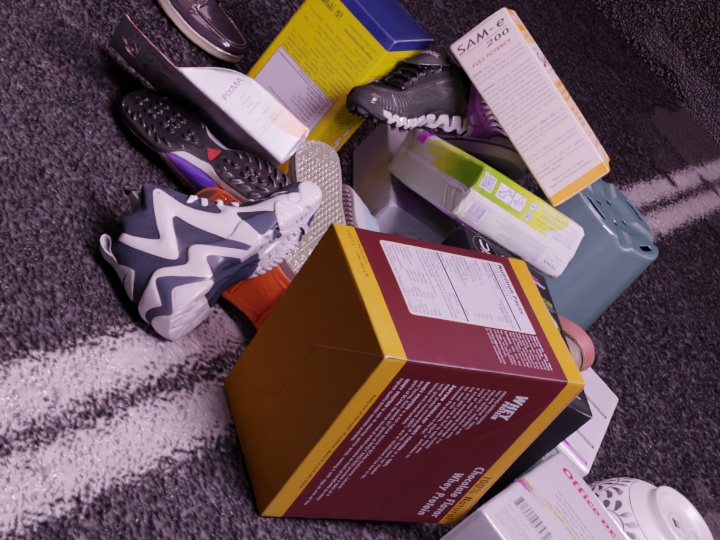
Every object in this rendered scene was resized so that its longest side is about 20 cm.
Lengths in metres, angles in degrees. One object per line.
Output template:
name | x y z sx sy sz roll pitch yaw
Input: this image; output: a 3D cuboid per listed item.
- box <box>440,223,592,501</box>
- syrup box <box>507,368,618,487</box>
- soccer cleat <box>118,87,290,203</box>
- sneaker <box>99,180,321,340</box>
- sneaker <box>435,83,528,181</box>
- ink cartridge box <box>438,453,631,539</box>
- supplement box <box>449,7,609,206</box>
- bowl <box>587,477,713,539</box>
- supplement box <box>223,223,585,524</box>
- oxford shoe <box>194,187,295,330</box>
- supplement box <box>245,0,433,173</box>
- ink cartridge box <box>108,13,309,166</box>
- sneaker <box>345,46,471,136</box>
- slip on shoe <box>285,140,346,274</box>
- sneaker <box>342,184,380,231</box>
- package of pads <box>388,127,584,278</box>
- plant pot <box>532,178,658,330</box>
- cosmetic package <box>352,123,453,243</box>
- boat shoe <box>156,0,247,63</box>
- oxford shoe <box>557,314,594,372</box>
box | 0.111 0.088 1.219 0.124 0.148 0.201 30 31 -30
syrup box | 0.205 0.166 1.327 0.082 0.079 0.200 47 26 2
soccer cleat | -0.155 -0.101 1.205 0.199 0.073 0.068 34 50 13
sneaker | -0.135 -0.044 1.068 0.129 0.080 0.199 42 65 13
sneaker | 0.154 -0.175 1.472 0.072 0.115 0.200 31 0 -26
ink cartridge box | 0.162 0.264 1.122 0.145 0.085 0.199 53 28 13
supplement box | 0.184 -0.176 1.336 0.201 0.073 0.126 56 15 -2
bowl | 0.300 0.284 1.287 0.200 0.094 0.202 34 29 -22
supplement box | 0.030 0.091 1.007 0.199 0.198 0.133 10 42 -34
oxford shoe | -0.094 0.011 1.143 0.201 0.071 0.073 54 1 19
supplement box | -0.036 -0.216 1.369 0.109 0.200 0.109 48 26 10
ink cartridge box | -0.151 -0.179 1.227 0.200 0.050 0.162 45 -11 -12
sneaker | 0.056 -0.194 1.320 0.066 0.091 0.199 23 15 35
slip on shoe | -0.052 -0.035 1.240 0.073 0.061 0.202 11 54 -14
sneaker | 0.000 0.000 1.269 0.082 0.074 0.201 43 32 -34
package of pads | 0.133 -0.073 1.340 0.154 0.069 0.200 30 7 -26
plant pot | 0.233 -0.010 1.486 0.200 0.196 0.201 35 28 -22
cosmetic package | 0.048 -0.084 1.458 0.101 0.074 0.201 34 30 -23
boat shoe | -0.198 -0.326 1.440 0.200 0.065 0.072 48 25 2
oxford shoe | 0.149 0.065 1.342 0.199 0.071 0.075 20 37 39
